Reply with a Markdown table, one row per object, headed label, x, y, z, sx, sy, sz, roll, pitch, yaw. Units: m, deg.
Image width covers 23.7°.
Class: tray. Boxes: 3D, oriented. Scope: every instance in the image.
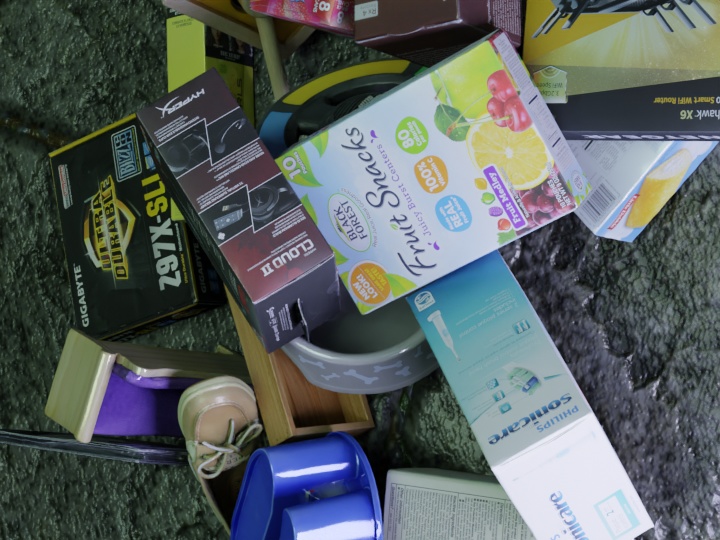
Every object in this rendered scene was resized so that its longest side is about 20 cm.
| label | x | y | z | sx | sy | sz | roll | pitch | yaw |
| --- | --- | --- | --- | --- | --- | --- | --- | --- | --- |
| tray | -0.061 | 0.052 | 1.509 | 0.037 | 0.098 | 0.202 | -31 | 69 | 42 |

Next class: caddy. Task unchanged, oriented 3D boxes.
| label | x | y | z | sx | sy | sz | roll | pitch | yaw |
| --- | --- | --- | --- | --- | --- | --- | --- | --- | --- |
| caddy | -0.037 | 0.229 | 1.455 | 0.201 | 0.104 | 0.142 | 108 | 148 | -41 |

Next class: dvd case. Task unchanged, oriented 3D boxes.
| label | x | y | z | sx | sy | sz | roll | pitch | yaw |
| --- | --- | --- | --- | --- | --- | --- | --- | --- | --- |
| dvd case | -0.228 | 0.164 | 1.593 | 0.199 | 0.148 | 0.016 | 3 | 85 | 36 |

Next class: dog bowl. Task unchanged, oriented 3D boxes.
| label | x | y | z | sx | sy | sz | roll | pitch | yaw |
| --- | --- | --- | --- | --- | --- | --- | --- | --- | --- |
| dog bowl | 0.000 | 0.000 | 1.437 | 0.198 | 0.059 | 0.202 | -2 | 73 | 6 |

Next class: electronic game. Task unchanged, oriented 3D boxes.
| label | x | y | z | sx | sy | sz | roll | pitch | yaw |
| --- | --- | --- | --- | --- | --- | --- | --- | --- | --- |
| electronic game | 0.006 | -0.122 | 1.437 | 0.199 | 0.200 | 0.042 | 16 | 134 | 36 |

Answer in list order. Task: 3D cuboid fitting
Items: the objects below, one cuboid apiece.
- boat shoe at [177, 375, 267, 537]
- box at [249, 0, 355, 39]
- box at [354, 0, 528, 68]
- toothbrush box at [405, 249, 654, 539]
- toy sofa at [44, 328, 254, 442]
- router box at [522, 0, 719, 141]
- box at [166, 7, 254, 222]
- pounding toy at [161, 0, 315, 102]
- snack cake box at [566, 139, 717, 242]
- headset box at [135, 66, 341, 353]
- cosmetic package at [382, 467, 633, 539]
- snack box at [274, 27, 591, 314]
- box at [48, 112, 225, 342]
| label | x | y | z | sx | sy | sz | roll | pitch | yaw |
| --- | --- | --- | --- | --- | --- | --- | --- | --- | --- |
| boat shoe | -0.110 | 0.165 | 1.495 | 0.073 | 0.201 | 0.063 | -17 | 51 | -4 |
| box | 0.013 | -0.238 | 1.416 | 0.095 | 0.199 | 0.101 | 18 | 97 | 37 |
| box | 0.091 | -0.200 | 1.356 | 0.100 | 0.199 | 0.076 | -6 | 83 | 35 |
| toothbrush box | 0.125 | 0.105 | 1.290 | 0.085 | 0.147 | 0.201 | -29 | 40 | 4 |
| toy sofa | -0.171 | 0.113 | 1.525 | 0.097 | 0.199 | 0.083 | 27 | 101 | 39 |
| router box | 0.217 | -0.177 | 1.272 | 0.199 | 0.052 | 0.159 | 3 | 88 | 37 |
| box | -0.138 | -0.145 | 1.598 | 0.050 | 0.075 | 0.202 | -5 | 83 | 35 |
| pounding toy | -0.082 | -0.262 | 1.515 | 0.200 | 0.183 | 0.143 | -43 | 52 | 26 |
| snack cake box | 0.224 | -0.135 | 1.337 | 0.200 | 0.067 | 0.115 | -51 | 59 | 21 |
| headset box | -0.087 | -0.035 | 1.345 | 0.077 | 0.149 | 0.201 | -30 | 75 | -7 |
| cosmetic package | 0.116 | 0.220 | 1.385 | 0.199 | 0.073 | 0.105 | 4 | 89 | 36 |
| snack box | 0.054 | -0.072 | 1.303 | 0.199 | 0.053 | 0.143 | -26 | 97 | 25 |
| box | -0.219 | -0.042 | 1.666 | 0.159 | 0.049 | 0.202 | -19 | 76 | 32 |
